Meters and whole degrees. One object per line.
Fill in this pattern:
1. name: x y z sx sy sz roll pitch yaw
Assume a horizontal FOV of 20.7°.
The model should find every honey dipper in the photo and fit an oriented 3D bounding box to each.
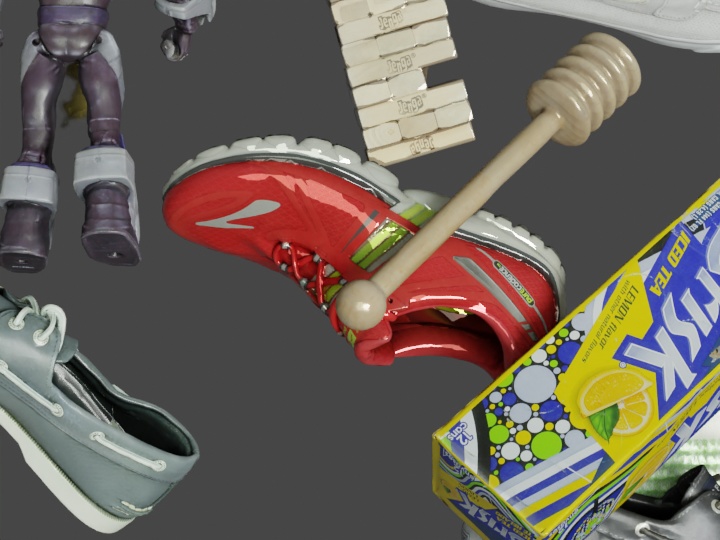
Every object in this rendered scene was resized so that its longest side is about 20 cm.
1. honey dipper: 0.056 -0.041 0.904 0.200 0.038 0.038 -42 95 -28

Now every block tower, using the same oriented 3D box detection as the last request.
1. block tower: 0.005 -0.152 0.932 0.058 0.054 0.200 -16 96 -1

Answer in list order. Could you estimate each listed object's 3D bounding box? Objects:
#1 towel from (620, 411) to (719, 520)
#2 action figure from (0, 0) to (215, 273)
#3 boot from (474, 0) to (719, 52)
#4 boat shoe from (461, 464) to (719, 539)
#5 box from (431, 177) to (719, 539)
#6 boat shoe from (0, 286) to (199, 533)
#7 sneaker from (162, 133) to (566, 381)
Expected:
1. towel: 0.193 0.122 0.977 0.149 0.031 0.200 0 97 1
2. action figure: -0.136 -0.102 0.926 0.130 0.069 0.200 0 79 7
3. boot: 0.139 -0.144 0.902 0.200 0.096 0.074 2 89 -13
4. boat shoe: 0.150 0.123 0.933 0.200 0.070 0.066 12 99 6
5. box: 0.126 0.047 0.903 0.200 0.064 0.070 -40 67 -19
6. boat shoe: -0.153 0.036 0.919 0.062 0.073 0.200 -30 112 21
7. sneaker: 0.000 0.000 0.918 0.200 0.077 0.085 17 57 -2
